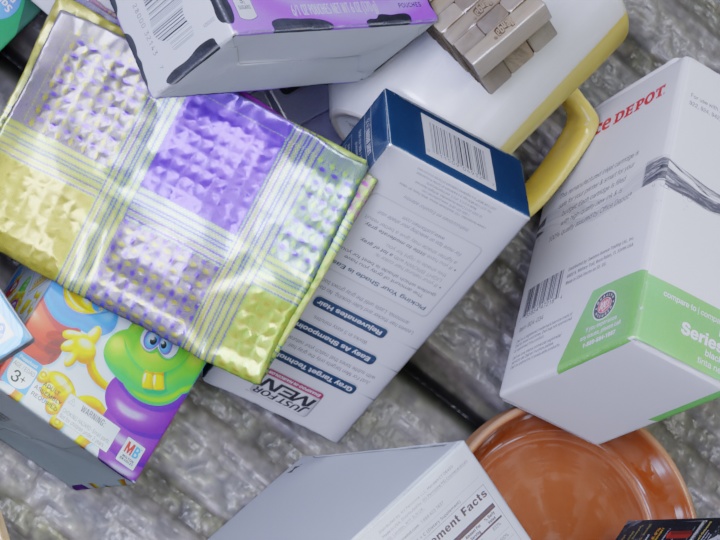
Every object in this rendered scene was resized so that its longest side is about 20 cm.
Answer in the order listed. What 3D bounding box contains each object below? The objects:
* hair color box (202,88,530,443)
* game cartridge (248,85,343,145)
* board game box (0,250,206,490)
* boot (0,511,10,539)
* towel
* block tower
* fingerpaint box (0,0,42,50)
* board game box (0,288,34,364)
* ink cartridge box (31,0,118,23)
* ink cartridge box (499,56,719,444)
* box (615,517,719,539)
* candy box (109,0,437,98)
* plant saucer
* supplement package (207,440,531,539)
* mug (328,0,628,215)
[{"bbox_3d":[0.000,0.000,1.341,0.100,0.200,0.061,27,31,-21],"label":"hair color box"},{"bbox_3d":[-0.004,-0.125,1.444,0.200,0.038,0.130,-31,102,-27],"label":"game cartridge"},{"bbox_3d":[-0.135,0.012,1.317,0.103,0.105,0.201,36,69,-18],"label":"board game box"},{"bbox_3d":[-0.273,0.141,1.258,0.143,0.071,0.202,-23,93,-20],"label":"boot"},{"bbox_3d":[-0.108,-0.043,1.244,0.199,0.023,0.144,30,83,-2],"label":"towel"},{"bbox_3d":[0.031,-0.184,1.313,0.054,0.058,0.200,-42,61,2],"label":"block tower"},{"bbox_3d":[-0.291,-0.175,1.279,0.200,0.073,0.167,48,65,-13],"label":"fingerpaint box"},{"bbox_3d":[-0.289,0.035,1.200,0.199,0.034,0.135,-33,89,-7],"label":"board game box"},{"bbox_3d":[-0.129,-0.223,1.317,0.146,0.084,0.200,41,40,-18],"label":"ink cartridge box"},{"bbox_3d":[0.175,-0.011,1.437,0.084,0.145,0.201,26,62,-21],"label":"ink cartridge box"},{"bbox_3d":[0.165,0.238,1.377,0.050,0.158,0.200,44,66,-15],"label":"box"},{"bbox_3d":[-0.071,-0.199,1.234,0.167,0.071,0.201,-11,72,-49],"label":"candy box"},{"bbox_3d":[0.127,0.182,1.470,0.199,0.032,0.202,4,82,-26],"label":"plant saucer"},{"bbox_3d":[-0.013,0.188,1.302,0.156,0.200,0.111,-40,101,-25],"label":"supplement package"},{"bbox_3d":[0.072,-0.117,1.388,0.186,0.149,0.153,39,76,-10],"label":"mug"}]
